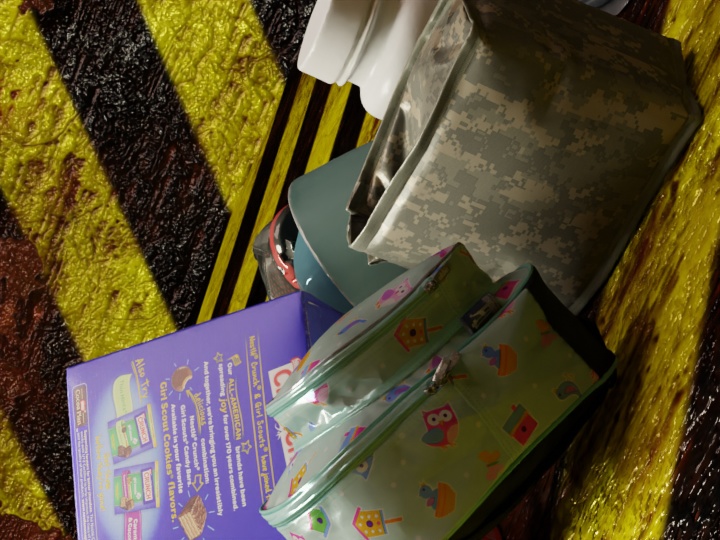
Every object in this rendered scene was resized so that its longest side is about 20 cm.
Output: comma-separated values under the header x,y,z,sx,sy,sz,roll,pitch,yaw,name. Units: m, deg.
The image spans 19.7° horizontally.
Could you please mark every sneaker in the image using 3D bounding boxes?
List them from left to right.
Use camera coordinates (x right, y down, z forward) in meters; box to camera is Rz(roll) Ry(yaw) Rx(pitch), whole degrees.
x,y,z,sx,sy,sz,roll,pitch,yaw,name
-0.015,0.032,1.641,0.071,0.201,0.098,-47,18,-27,sneaker

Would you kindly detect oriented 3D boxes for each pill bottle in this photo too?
x,y,z,sx,sy,sz,roll,pitch,yaw,name
0.058,-0.161,1.612,0.114,0.198,0.115,-159,90,-80,pill bottle

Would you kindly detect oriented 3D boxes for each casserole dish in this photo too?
x,y,z,sx,sy,sz,roll,pitch,yaw,name
0.000,0.000,1.514,0.039,0.121,0.200,-46,13,16,casserole dish

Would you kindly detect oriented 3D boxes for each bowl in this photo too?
x,y,z,sx,sy,sz,roll,pitch,yaw,name
0.056,-0.024,1.460,0.105,0.201,0.201,-43,17,16,bowl

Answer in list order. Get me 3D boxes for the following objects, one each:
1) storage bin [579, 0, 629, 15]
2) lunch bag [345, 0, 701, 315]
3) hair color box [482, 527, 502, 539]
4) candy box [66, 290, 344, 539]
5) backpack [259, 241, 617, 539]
x,y,z,sx,sy,sz,roll,pitch,yaw,name
0.141,-0.276,1.596,0.200,0.133,0.147,174,117,-78,storage bin
0.097,-0.071,1.319,0.118,0.163,0.201,-93,26,-54,lunch bag
0.046,0.206,1.322,0.200,0.061,0.102,-114,46,-75,hair color box
-0.094,0.126,1.395,0.199,0.077,0.171,-18,67,27,candy box
0.030,0.093,1.212,0.200,0.153,0.176,-51,7,-27,backpack
